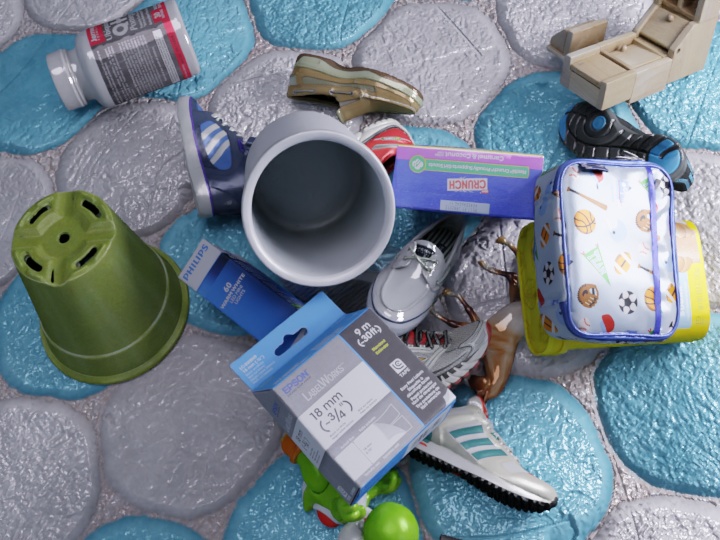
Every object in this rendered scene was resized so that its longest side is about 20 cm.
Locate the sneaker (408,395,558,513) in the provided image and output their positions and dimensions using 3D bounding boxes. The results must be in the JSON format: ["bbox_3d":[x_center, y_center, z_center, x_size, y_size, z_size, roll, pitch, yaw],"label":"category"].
[{"bbox_3d":[0.135,0.190,1.054,0.197,0.071,0.094,22,71,21],"label":"sneaker"}]

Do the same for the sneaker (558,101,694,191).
[{"bbox_3d":[0.338,-0.153,1.225,0.200,0.081,0.074,40,100,42],"label":"sneaker"}]

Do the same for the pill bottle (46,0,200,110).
[{"bbox_3d":[-0.336,-0.300,1.351,0.197,0.111,0.112,-22,61,-6],"label":"pill bottle"}]

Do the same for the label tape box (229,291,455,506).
[{"bbox_3d":[-0.022,0.116,0.991,0.144,0.064,0.200,-38,73,-25],"label":"label tape box"}]

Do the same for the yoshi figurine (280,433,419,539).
[{"bbox_3d":[0.001,0.243,1.024,0.111,0.113,0.202,-25,64,-15],"label":"yoshi figurine"}]

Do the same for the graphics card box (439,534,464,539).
[{"bbox_3d":[0.163,0.358,0.973,0.196,0.051,0.127,11,64,13],"label":"graphics card box"}]

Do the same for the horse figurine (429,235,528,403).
[{"bbox_3d":[0.171,0.047,1.137,0.199,0.050,0.133,-40,76,-21],"label":"horse figurine"}]

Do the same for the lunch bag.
[{"bbox_3d":[0.265,-0.024,1.009,0.157,0.075,0.204,3,82,-16],"label":"lunch bag"}]

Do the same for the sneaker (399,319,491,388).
[{"bbox_3d":[0.054,0.097,1.071,0.197,0.078,0.083,-21,104,14],"label":"sneaker"}]

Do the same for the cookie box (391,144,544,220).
[{"bbox_3d":[0.133,-0.108,1.142,0.168,0.200,0.077,6,98,9],"label":"cookie box"}]

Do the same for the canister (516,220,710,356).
[{"bbox_3d":[0.289,0.016,1.090,0.196,0.087,0.152,-2,79,-11],"label":"canister"}]

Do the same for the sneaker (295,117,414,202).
[{"bbox_3d":[-0.012,-0.122,1.242,0.198,0.077,0.085,-34,73,-9],"label":"sneaker"}]

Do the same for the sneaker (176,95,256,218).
[{"bbox_3d":[-0.164,-0.162,1.282,0.144,0.081,0.203,-12,57,-10],"label":"sneaker"}]

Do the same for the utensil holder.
[{"bbox_3d":[-0.056,-0.094,1.109,0.167,0.173,0.200,-15,19,-2],"label":"utensil holder"}]

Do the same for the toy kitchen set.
[{"bbox_3d":[0.342,-0.346,1.242,0.198,0.183,0.163,-24,47,-26],"label":"toy kitchen set"}]

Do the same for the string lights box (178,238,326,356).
[{"bbox_3d":[-0.111,0.046,1.137,0.199,0.103,0.059,35,92,23],"label":"string lights box"}]

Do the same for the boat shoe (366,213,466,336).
[{"bbox_3d":[0.065,-0.006,1.088,0.073,0.067,0.201,26,40,8],"label":"boat shoe"}]

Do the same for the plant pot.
[{"bbox_3d":[-0.324,0.007,1.138,0.196,0.191,0.203,-3,62,5],"label":"plant pot"}]

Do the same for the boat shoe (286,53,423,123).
[{"bbox_3d":[-0.011,-0.236,1.313,0.197,0.072,0.077,18,79,23],"label":"boat shoe"}]

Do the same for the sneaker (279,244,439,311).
[{"bbox_3d":[0.000,0.000,1.179,0.196,0.075,0.083,8,47,-1],"label":"sneaker"}]
